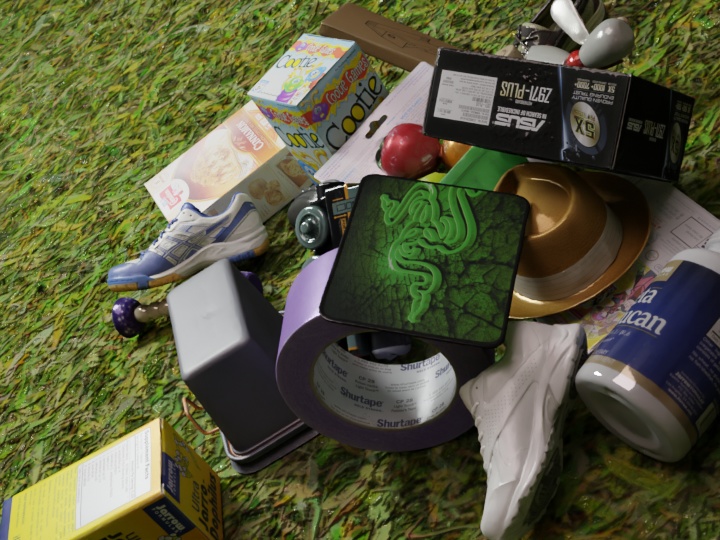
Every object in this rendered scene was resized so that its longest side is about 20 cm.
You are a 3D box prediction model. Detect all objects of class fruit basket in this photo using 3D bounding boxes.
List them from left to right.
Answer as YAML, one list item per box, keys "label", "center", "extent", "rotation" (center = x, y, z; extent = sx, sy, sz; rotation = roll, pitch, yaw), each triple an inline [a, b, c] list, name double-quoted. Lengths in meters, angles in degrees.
- label: "fruit basket"
  center: [0.082, -0.110, 1.494]
  extent: [0.200, 0.094, 0.185]
  rotation: [35, 76, 30]

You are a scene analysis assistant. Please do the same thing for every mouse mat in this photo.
- label: "mouse mat"
  center: [0.060, -0.013, 1.231]
  extent: [0.161, 0.008, 0.200]
  rotation: [9, 43, 8]

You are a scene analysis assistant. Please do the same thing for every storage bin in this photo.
- label: "storage bin"
  center: [-0.136, 0.093, 1.462]
  extent: [0.145, 0.134, 0.200]
  rotation: [-32, 34, 7]

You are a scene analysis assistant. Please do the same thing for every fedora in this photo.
- label: "fedora"
  center: [0.175, -0.045, 1.318]
  extent: [0.200, 0.082, 0.201]
  rotation: [-24, 35, 18]

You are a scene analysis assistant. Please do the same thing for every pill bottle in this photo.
- label: "pill bottle"
  center: [0.281, 0.052, 1.170]
  extent: [0.200, 0.111, 0.111]
  rotation: [-48, 36, -16]

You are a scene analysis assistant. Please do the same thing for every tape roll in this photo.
- label: "tape roll"
  center: [0.025, 0.073, 1.289]
  extent: [0.200, 0.200, 0.085]
  rotation: [-19, 38, 23]

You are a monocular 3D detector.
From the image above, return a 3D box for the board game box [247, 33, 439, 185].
- label: "board game box"
  center: [-0.018, -0.157, 1.589]
  extent: [0.103, 0.200, 0.105]
  rotation: [-48, 36, -17]

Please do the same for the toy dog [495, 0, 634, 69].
- label: "toy dog"
  center: [0.231, -0.234, 1.525]
  extent: [0.200, 0.132, 0.096]
  rotation: [2, 48, 41]

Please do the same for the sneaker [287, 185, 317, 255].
- label: "sneaker"
  center: [-0.029, -0.036, 1.576]
  extent: [0.200, 0.076, 0.091]
  rotation: [18, 69, 52]

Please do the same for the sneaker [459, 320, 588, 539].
- label: "sneaker"
  center: [0.128, 0.135, 1.197]
  extent: [0.099, 0.078, 0.200]
  rotation: [12, 72, 23]

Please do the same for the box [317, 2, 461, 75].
- label: "box"
  center: [0.060, -0.258, 1.629]
  extent: [0.164, 0.200, 0.021]
  rotation: [-59, -8, -70]

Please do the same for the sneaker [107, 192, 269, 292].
- label: "sneaker"
  center: [-0.213, -0.034, 1.674]
  extent: [0.200, 0.088, 0.075]
  rotation: [-18, 4, -5]

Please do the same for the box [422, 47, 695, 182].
- label: "box"
  center: [0.187, -0.145, 1.314]
  extent: [0.200, 0.164, 0.086]
  rotation: [14, 96, 32]

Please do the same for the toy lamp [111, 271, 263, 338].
- label: "toy lamp"
  center: [-0.203, 0.040, 1.651]
  extent: [0.200, 0.058, 0.058]
  rotation: [-15, 40, 32]

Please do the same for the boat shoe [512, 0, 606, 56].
- label: "boat shoe"
  center: [0.208, -0.266, 1.637]
  extent: [0.201, 0.066, 0.072]
  rotation: [-48, 38, -14]

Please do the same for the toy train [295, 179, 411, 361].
- label: "toy train"
  center: [0.000, 0.000, 1.429]
  extent: [0.114, 0.085, 0.200]
  rotation: [-13, 83, 42]

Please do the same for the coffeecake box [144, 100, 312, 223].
- label: "coffeecake box"
  center: [-0.160, -0.118, 1.778]
  extent: [0.200, 0.073, 0.154]
  rotation: [-39, 36, -2]

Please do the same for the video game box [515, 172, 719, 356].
- label: "video game box"
  center: [0.241, -0.007, 1.330]
  extent: [0.182, 0.047, 0.200]
  rotation: [-35, 34, -2]

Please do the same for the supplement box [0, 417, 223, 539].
- label: "supplement box"
  center: [-0.249, 0.256, 1.392]
  extent: [0.200, 0.110, 0.109]
  rotation: [-28, 36, 13]
